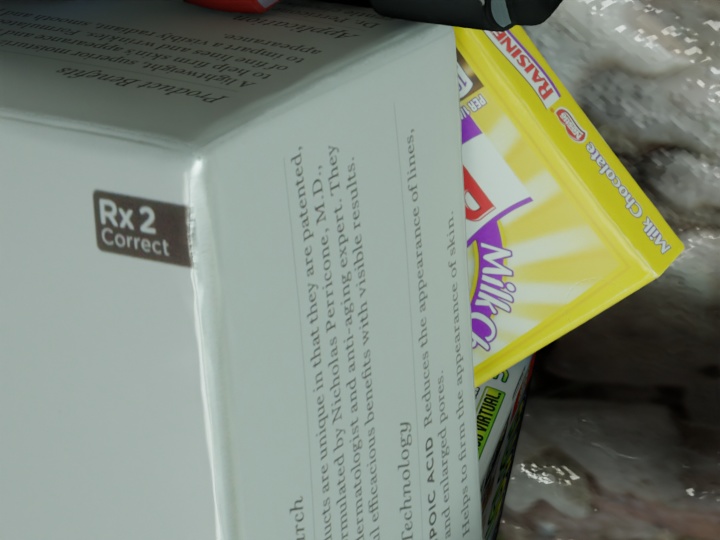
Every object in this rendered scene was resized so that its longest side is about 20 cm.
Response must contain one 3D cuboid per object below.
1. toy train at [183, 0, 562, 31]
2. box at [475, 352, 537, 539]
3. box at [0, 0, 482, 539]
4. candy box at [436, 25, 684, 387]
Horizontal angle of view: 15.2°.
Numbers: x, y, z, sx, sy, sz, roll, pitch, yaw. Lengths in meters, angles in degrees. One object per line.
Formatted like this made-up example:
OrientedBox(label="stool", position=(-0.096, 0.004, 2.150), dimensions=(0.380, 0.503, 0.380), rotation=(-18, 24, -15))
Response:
OrientedBox(label="toy train", position=(-0.033, -0.094, 0.779), dimensions=(0.200, 0.046, 0.034), rotation=(9, 145, 23))
OrientedBox(label="box", position=(0.023, 0.108, 0.976), dimensions=(0.035, 0.110, 0.200), rotation=(19, 147, 8))
OrientedBox(label="box", position=(-0.080, 0.023, 0.810), dimensions=(0.199, 0.131, 0.201), rotation=(11, 115, 34))
OrientedBox(label="candy box", position=(0.000, 0.000, 0.849), dimensions=(0.102, 0.026, 0.200), rotation=(51, 131, -5))
